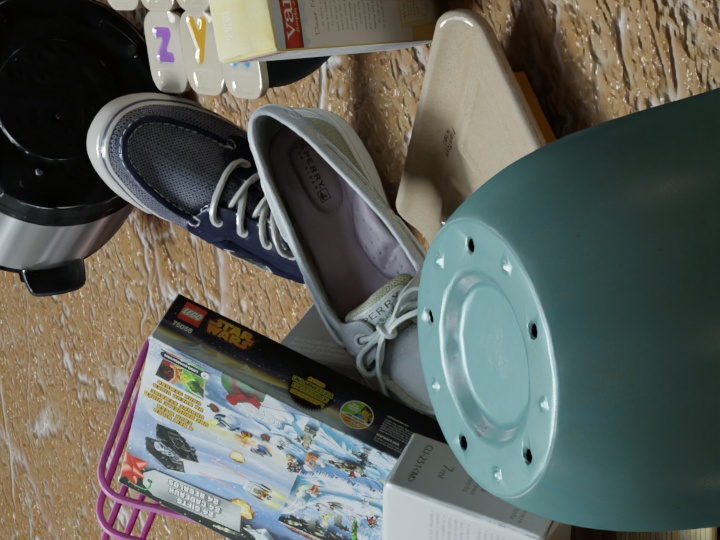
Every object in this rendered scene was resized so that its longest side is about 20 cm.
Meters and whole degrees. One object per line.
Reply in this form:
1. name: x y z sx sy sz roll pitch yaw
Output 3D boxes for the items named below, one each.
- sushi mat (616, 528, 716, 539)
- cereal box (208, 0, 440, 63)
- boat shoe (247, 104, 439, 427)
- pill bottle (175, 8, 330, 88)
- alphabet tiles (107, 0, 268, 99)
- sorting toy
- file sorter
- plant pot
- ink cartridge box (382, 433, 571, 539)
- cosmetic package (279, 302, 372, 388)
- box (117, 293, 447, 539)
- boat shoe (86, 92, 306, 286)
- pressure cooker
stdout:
1. sushi mat: 0.153 0.122 1.488 0.096 0.012 0.201 -144 47 -60
2. cereal box: -0.025 -0.186 1.558 0.039 0.200 0.145 -10 90 28
3. boat shoe: 0.001 -0.002 1.580 0.203 0.074 0.065 63 -162 15
4. pill bottle: -0.084 -0.203 1.772 0.200 0.111 0.112 -122 30 -41
5. alphabet tiles: -0.096 -0.196 1.669 0.200 0.015 0.197 8 111 55
6. sorting toy: 0.084 -0.012 1.553 0.186 0.036 0.201 102 147 -53
7. file sorter: -0.088 0.145 1.817 0.200 0.125 0.139 91 -166 -55
8. plant pot: 0.122 0.025 1.306 0.200 0.160 0.202 35 130 57
9. ink cartridge box: 0.095 0.190 1.532 0.173 0.044 0.201 19 138 17
10. cosmetic package: 0.011 0.124 1.683 0.090 0.106 0.201 -53 -36 -57
11. box: -0.029 0.108 1.597 0.199 0.040 0.137 26 139 7
12. boat shoe: -0.061 -0.043 1.727 0.093 0.199 0.075 23 89 57
13. pressure cooker: -0.233 -0.094 2.091 0.178 0.176 0.200 32 158 -5
